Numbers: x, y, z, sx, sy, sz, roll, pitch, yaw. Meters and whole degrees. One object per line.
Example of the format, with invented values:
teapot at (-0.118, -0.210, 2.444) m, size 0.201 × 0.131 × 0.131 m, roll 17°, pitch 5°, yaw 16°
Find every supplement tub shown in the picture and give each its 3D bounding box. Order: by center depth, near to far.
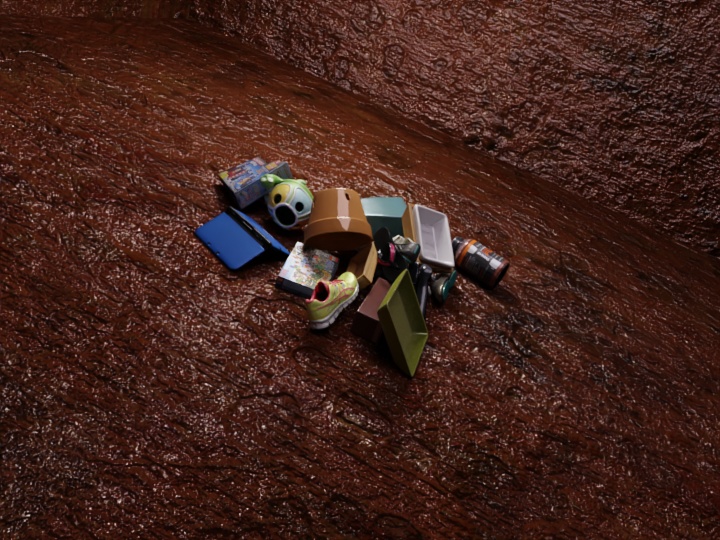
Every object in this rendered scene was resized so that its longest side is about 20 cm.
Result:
supplement tub at (0.396, -0.036, 1.751) m, size 0.199 × 0.108 × 0.107 m, roll 35°, pitch 33°, yaw 21°

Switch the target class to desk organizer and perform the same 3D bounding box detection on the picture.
desk organizer at (0.047, 0.100, 1.349) m, size 0.076 × 0.072 × 0.200 m, roll 24°, pitch 30°, yaw 8°

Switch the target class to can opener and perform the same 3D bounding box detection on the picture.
can opener at (0.169, 0.067, 1.436) m, size 0.078 × 0.063 × 0.202 m, roll -5°, pitch 61°, yaw 18°

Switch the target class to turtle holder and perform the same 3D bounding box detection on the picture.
turtle holder at (-0.217, -0.210, 1.562) m, size 0.139 × 0.187 × 0.132 m, roll -2°, pitch 30°, yaw 9°

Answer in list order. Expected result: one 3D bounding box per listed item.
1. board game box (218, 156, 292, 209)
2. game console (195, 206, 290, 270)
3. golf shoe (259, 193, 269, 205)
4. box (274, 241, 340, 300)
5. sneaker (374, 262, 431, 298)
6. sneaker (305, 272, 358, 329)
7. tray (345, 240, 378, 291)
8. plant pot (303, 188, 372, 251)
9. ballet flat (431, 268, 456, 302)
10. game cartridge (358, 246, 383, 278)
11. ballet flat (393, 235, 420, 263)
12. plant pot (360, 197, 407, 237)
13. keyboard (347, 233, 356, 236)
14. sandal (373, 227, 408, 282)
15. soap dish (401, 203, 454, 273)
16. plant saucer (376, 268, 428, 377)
board game box at (-0.331, -0.294, 1.647) m, size 0.199 × 0.062 × 0.200 m, roll -28°, pitch 37°, yaw -15°
game console at (-0.326, -0.075, 1.438) m, size 0.200 × 0.119 × 0.171 m, roll 40°, pitch 4°, yaw 28°
golf shoe at (-0.261, -0.227, 1.676) m, size 0.198 × 0.076 × 0.092 m, roll 21°, pitch 38°, yaw 14°
box at (-0.140, 0.003, 1.412) m, size 0.135 × 0.038 × 0.200 m, roll 20°, pitch 31°, yaw -3°
sneaker at (0.118, 0.030, 1.514) m, size 0.199 × 0.085 × 0.074 m, roll 38°, pitch -6°, yaw -10°
sneaker at (-0.070, 0.054, 1.277) m, size 0.078 × 0.091 × 0.200 m, roll -6°, pitch 30°, yaw 33°
tray at (0.000, 0.000, 1.446) m, size 0.037 × 0.098 × 0.200 m, roll 46°, pitch 27°, yaw -16°
plant pot at (-0.066, -0.149, 1.500) m, size 0.198 × 0.200 × 0.141 m, roll 5°, pitch 75°, yaw -27°
ballet flat at (0.248, 0.046, 1.588) m, size 0.062 × 0.068 × 0.200 m, roll 6°, pitch 20°, yaw 21°
game cartridge at (0.103, -0.018, 1.606) m, size 0.198 × 0.041 × 0.134 m, roll 4°, pitch 39°, yaw -28°
ballet flat at (0.120, -0.063, 1.513) m, size 0.068 × 0.069 × 0.200 m, roll 37°, pitch -7°, yaw -26°
plant pot at (0.047, -0.153, 1.690) m, size 0.198 × 0.142 × 0.142 m, roll 2°, pitch 35°, yaw -19°
keyboard at (-0.050, -0.115, 1.616) m, size 0.199 × 0.011 × 0.056 m, roll 21°, pitch -15°, yaw 19°
sandal at (0.073, -0.046, 1.436) m, size 0.045 × 0.075 × 0.201 m, roll 30°, pitch 28°, yaw -46°
soap dish at (0.204, -0.092, 1.582) m, size 0.156 × 0.081 × 0.202 m, roll 13°, pitch 60°, yaw -36°
plant saucer at (0.101, 0.127, 1.272) m, size 0.047 × 0.202 × 0.200 m, roll -11°, pitch 20°, yaw 24°
